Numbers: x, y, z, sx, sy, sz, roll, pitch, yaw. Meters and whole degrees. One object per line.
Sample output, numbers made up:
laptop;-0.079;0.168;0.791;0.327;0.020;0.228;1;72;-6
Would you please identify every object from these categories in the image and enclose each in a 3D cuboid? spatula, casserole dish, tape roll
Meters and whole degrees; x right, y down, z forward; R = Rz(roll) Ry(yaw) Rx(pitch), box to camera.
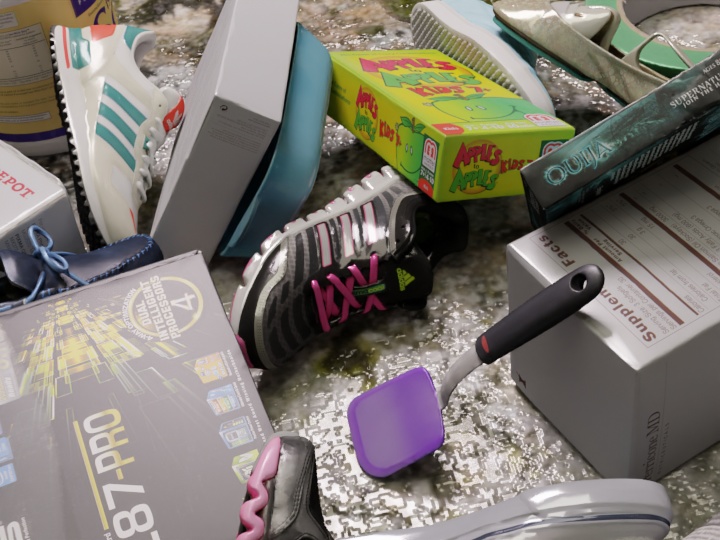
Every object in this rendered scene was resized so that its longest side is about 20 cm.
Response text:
spatula;0.061;0.054;0.645;0.020;0.200;0.057;13;50;-36
casserole dish;-0.059;-0.092;0.851;0.039;0.121;0.201;20;45;-16
tape roll;0.283;-0.199;0.944;0.199;0.048;0.201;-6;43;5

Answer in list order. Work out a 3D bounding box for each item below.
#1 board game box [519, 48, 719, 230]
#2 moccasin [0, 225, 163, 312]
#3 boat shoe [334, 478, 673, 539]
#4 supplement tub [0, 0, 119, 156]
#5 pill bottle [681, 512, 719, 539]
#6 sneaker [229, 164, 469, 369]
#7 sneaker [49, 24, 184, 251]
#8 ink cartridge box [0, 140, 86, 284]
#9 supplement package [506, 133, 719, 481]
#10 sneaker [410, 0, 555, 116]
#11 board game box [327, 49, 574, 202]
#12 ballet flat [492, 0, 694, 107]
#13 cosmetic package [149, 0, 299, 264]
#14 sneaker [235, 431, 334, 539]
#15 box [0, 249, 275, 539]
board game box;0.164;-0.067;0.707;0.135;0.200;0.028;-31;80;5
moccasin;-0.217;0.018;0.748;0.200;0.068;0.080;-30;22;-30
boat shoe;0.066;0.162;0.595;0.199;0.074;0.067;-16;57;9
supplement tub;-0.275;-0.210;0.946;0.145;0.201;0.146;-5;43;5
pill bottle;0.235;0.137;0.546;0.199;0.113;0.113;-30;46;-20
sneaker;0.000;0.000;0.763;0.087;0.074;0.200;20;45;36
sneaker;-0.171;-0.098;0.863;0.093;0.070;0.201;-11;71;-16
ink cartridge box;-0.312;-0.003;0.817;0.145;0.084;0.200;31;55;35
supplement package;0.197;0.016;0.679;0.199;0.117;0.117;-27;48;-17
sneaker;0.115;-0.168;0.922;0.082;0.074;0.200;-16;45;-17
board game box;0.055;-0.111;0.843;0.101;0.048;0.200;-7;28;-24
ballet flat;0.191;-0.160;0.865;0.200;0.062;0.067;37;24;11
cosmetic package;-0.098;-0.122;0.856;0.051;0.151;0.201;21;41;-16
sneaker;-0.013;0.176;0.546;0.095;0.079;0.201;-3;78;-4
box;-0.133;0.095;0.655;0.160;0.049;0.201;-19;55;-10
